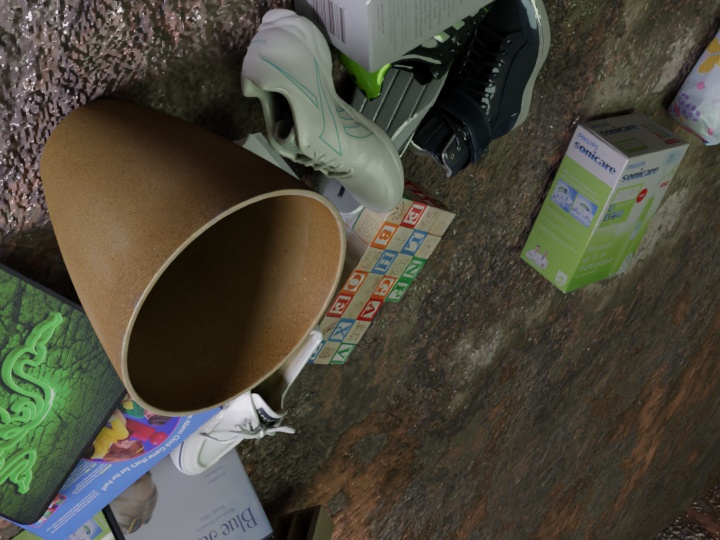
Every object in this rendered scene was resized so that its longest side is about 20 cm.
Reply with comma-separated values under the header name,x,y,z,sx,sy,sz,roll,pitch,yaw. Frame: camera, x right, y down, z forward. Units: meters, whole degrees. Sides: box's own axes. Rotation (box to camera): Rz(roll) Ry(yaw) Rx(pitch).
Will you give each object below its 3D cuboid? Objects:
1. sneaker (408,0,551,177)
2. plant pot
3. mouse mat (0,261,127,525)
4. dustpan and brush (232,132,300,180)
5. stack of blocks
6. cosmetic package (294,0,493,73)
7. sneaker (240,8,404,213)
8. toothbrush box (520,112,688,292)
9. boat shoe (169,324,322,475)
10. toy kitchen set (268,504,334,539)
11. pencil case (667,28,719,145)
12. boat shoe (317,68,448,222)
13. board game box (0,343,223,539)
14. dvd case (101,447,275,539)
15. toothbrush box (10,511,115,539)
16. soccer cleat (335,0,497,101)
name,x,y,z,sx,sy,sz,roll,pitch,yaw
sneaker,0.107,-0.182,1.055,0.146,0.077,0.204,-36,148,-25
plant pot,-0.142,-0.031,0.786,0.185,0.200,0.188,-32,145,-26
mouse mat,-0.277,0.100,0.855,0.160,0.008,0.201,30,106,-23
dustpan and brush,-0.142,-0.026,0.924,0.198,0.058,0.140,-21,150,12
stack of blocks,0.000,0.000,1.138,0.115,0.058,0.201,10,116,-56
cosmetic package,0.051,-0.252,0.882,0.199,0.101,0.072,-34,146,-24
sneaker,-0.035,-0.111,0.896,0.201,0.070,0.081,52,51,-32
toothbrush box,0.309,-0.088,1.394,0.145,0.086,0.202,-15,134,-43
boat shoe,-0.095,0.122,0.993,0.203,0.086,0.074,-54,148,12
toy kitchen set,-0.159,0.317,1.298,0.161,0.181,0.201,-19,117,22
pencil case,0.490,-0.266,1.439,0.090,0.083,0.201,21,110,-34
boat shoe,0.016,-0.137,1.005,0.201,0.072,0.071,-58,-179,-3
board game box,-0.236,0.135,0.929,0.199,0.045,0.134,-39,132,7
dvd case,-0.180,0.202,1.043,0.142,0.202,0.017,-28,-171,-30
toothbrush box,-0.263,0.306,1.083,0.199,0.086,0.147,-35,128,-24
soccer cleat,0.069,-0.212,0.954,0.198,0.082,0.067,-29,-173,-19
